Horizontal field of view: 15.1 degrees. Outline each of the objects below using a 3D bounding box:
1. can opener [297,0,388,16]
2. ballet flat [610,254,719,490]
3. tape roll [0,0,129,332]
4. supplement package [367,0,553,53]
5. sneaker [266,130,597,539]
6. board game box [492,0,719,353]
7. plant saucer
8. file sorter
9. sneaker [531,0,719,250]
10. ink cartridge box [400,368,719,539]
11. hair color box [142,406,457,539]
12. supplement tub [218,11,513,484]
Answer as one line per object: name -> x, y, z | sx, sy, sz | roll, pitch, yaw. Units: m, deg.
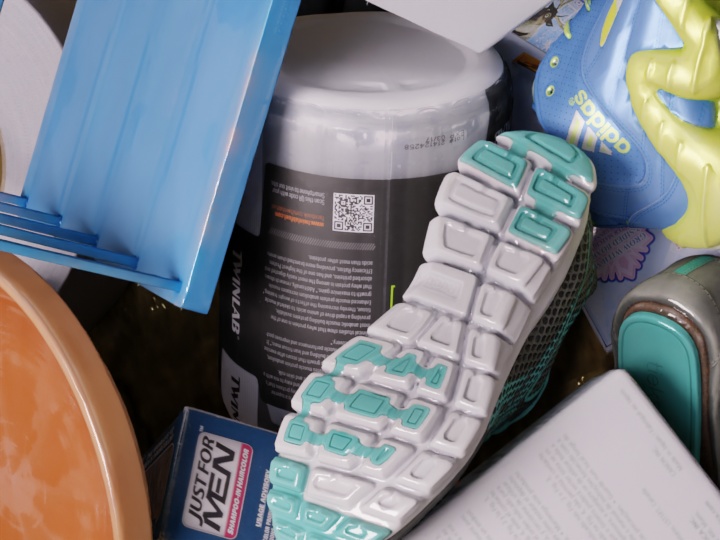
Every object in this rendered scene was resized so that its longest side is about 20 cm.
can opener -> -0.015, -0.114, 1.212 | 0.053, 0.067, 0.200 | 16, 100, 25
ballet flat -> 0.137, 0.084, 1.142 | 0.067, 0.064, 0.200 | 20, 126, 29
tape roll -> -0.196, -0.051, 1.312 | 0.200, 0.066, 0.201 | 2, 95, 28
supplement package -> 0.038, -0.225, 1.066 | 0.152, 0.151, 0.200 | -34, 43, 48
sneaker -> 0.040, 0.045, 1.075 | 0.078, 0.091, 0.200 | 26, 69, 30
board game box -> 0.141, -0.100, 1.146 | 0.200, 0.041, 0.200 | -33, 78, 25
plant saucer -> -0.144, 0.084, 1.097 | 0.200, 0.032, 0.201 | 21, 118, 46
file sorter -> -0.133, -0.082, 1.124 | 0.200, 0.123, 0.139 | 25, 99, 62
sneaker -> 0.111, -0.105, 1.096 | 0.105, 0.076, 0.200 | -4, 92, 28
ink cartridge box -> 0.071, 0.160, 1.063 | 0.200, 0.047, 0.160 | -37, 89, -10
hair color box -> 0.002, 0.124, 1.120 | 0.100, 0.200, 0.061 | 132, 152, -60
supplement tub -> 0.000, 0.000, 1.162 | 0.122, 0.123, 0.200 | 16, 118, 26
